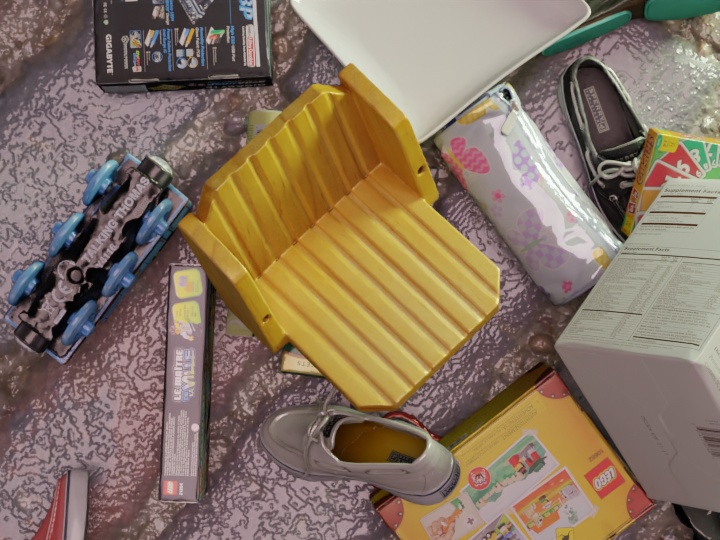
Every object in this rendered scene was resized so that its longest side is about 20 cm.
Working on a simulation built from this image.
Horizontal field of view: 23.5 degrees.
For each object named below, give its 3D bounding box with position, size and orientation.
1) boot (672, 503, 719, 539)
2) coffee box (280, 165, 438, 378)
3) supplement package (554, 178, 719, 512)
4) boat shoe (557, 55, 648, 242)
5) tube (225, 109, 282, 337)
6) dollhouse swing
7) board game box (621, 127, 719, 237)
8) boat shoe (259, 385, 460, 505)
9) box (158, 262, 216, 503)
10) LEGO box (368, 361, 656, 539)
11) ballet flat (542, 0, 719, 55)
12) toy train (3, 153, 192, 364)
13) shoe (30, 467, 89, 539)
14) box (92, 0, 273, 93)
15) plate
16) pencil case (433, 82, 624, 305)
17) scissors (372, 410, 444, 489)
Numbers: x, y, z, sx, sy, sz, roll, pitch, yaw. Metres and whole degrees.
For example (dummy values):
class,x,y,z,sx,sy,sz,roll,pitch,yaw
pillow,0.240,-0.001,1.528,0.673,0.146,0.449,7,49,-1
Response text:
class,x,y,z,sx,sy,sz,roll,pitch,yaw
boot,0.362,0.159,1.534,0.199,0.066,0.166,-29,86,3
coffee box,0.000,0.000,1.540,0.122,0.044,0.202,9,87,-1
supplement package,0.300,0.062,1.422,0.200,0.147,0.192,-52,125,-26
boat shoe,0.235,-0.097,1.536,0.073,0.068,0.201,-19,88,-1
tube,-0.084,-0.040,1.538,0.051,0.058,0.202,6,86,-6
dollhouse swing,-0.004,-0.017,1.421,0.200,0.182,0.176,-42,56,-12
board game box,0.334,-0.062,1.520,0.199,0.030,0.096,7,108,-19
boat shoe,-0.016,0.141,1.469,0.201,0.086,0.075,14,63,37
box,-0.149,0.097,1.501,0.034,0.110,0.202,2,88,-1
LEGO box,0.130,0.200,1.509,0.200,0.077,0.149,-37,95,-1
ballet flat,0.243,-0.250,1.546,0.198,0.068,0.069,-14,79,-2
toy train,-0.227,-0.011,1.503,0.086,0.114,0.201,36,87,4
shoe,-0.290,0.268,1.510,0.090,0.071,0.202,8,92,-6
box,-0.161,-0.264,1.548,0.158,0.046,0.202,-3,87,-1
plate,0.069,-0.227,1.527,0.199,0.032,0.200,-36,65,-5
pencil case,0.152,-0.067,1.524,0.091,0.083,0.201,-36,89,35
scissors,0.103,0.170,1.552,0.198,0.014,0.074,6,88,-3
